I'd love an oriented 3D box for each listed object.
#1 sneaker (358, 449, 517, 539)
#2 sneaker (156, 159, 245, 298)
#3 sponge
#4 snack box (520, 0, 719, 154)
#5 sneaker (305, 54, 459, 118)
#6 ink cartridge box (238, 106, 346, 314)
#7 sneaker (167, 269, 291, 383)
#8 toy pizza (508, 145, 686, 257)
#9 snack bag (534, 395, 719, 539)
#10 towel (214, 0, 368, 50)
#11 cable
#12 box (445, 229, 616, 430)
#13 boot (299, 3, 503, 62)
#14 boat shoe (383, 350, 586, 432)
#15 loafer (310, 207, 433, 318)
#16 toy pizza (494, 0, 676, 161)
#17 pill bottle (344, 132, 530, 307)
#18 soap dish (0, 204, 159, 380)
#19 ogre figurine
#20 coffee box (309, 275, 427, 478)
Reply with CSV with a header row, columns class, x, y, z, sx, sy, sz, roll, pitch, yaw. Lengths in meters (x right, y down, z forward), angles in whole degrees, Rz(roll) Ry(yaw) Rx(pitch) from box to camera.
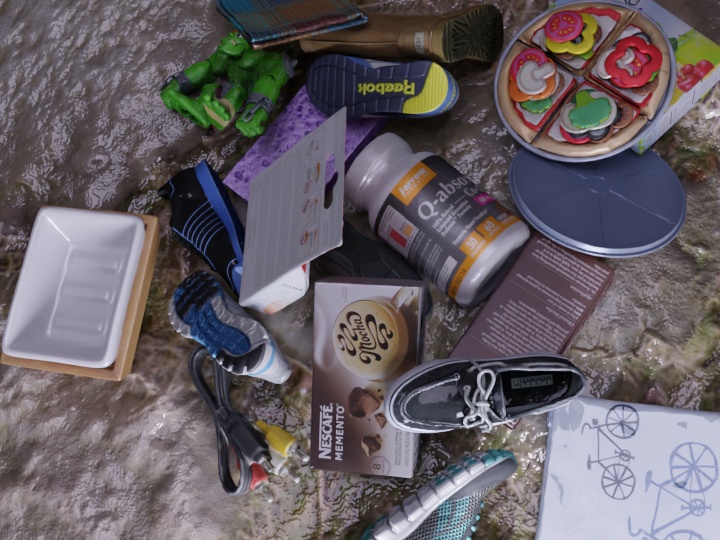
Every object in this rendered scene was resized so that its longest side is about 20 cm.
class,x,y,z,sx,sy,sz,roll,pitch,yaw
sneaker,0.092,0.267,0.932,0.200,0.078,0.091,-37,86,1
sneaker,-0.181,-0.037,1.068,0.078,0.070,0.200,-29,64,5
sponge,-0.065,-0.151,1.098,0.111,0.030,0.200,36,82,17
snack box,0.303,-0.251,1.043,0.142,0.053,0.200,-41,64,-5
sneaker,0.026,-0.214,1.055,0.199,0.082,0.074,13,103,29
ink cartridge box,-0.059,-0.060,0.950,0.200,0.050,0.163,-27,53,46
sneaker,-0.150,0.073,1.027,0.075,0.087,0.200,-49,48,-1
toy pizza,0.263,-0.086,0.995,0.199,0.032,0.201,2,50,-3
snack bag,0.284,0.231,0.926,0.199,0.021,0.189,7,74,11
towel,-0.089,-0.320,1.084,0.146,0.022,0.200,-18,33,-12
cable,-0.145,0.177,1.019,0.097,0.050,0.200,-48,58,10
box,0.182,0.063,0.968,0.100,0.075,0.200,34,80,17
boot,0.054,-0.294,1.089,0.199,0.175,0.066,12,110,34
boat shoe,0.123,0.124,0.874,0.198,0.068,0.074,-4,93,-4
loafer,0.000,0.000,1.033,0.200,0.063,0.072,40,60,15
toy pizza,0.247,-0.219,0.993,0.199,0.032,0.201,-6,72,18
pill bottle,0.082,-0.060,1.000,0.200,0.116,0.116,41,84,18
soap dish,-0.330,0.027,1.064,0.157,0.081,0.201,6,75,12
ogre figurine,-0.160,-0.232,1.105,0.098,0.200,0.120,48,71,-25
coffee box,0.009,0.110,0.947,0.113,0.080,0.201,3,95,10
